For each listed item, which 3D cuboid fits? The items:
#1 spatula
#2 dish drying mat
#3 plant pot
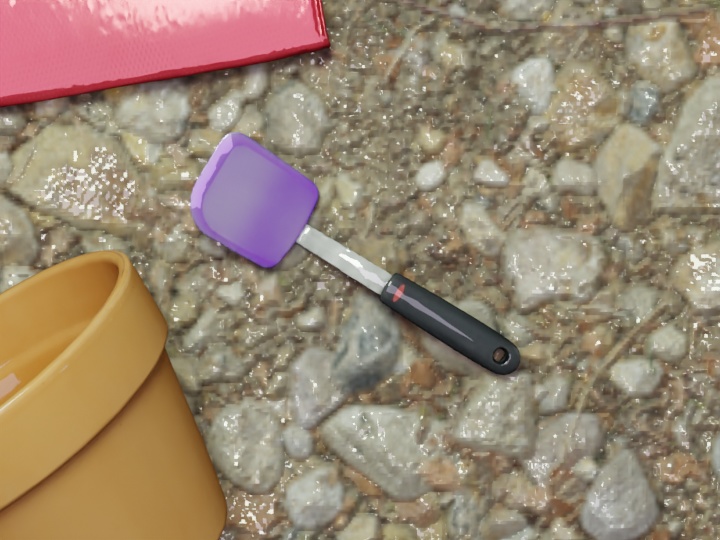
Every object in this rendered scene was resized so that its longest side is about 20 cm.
[{"bbox_3d":[0.000,0.000,1.117,0.200,0.021,0.057,32,89,-1],"label":"spatula"},{"bbox_3d":[-0.120,-0.138,1.116,0.199,0.018,0.077,-10,90,1],"label":"dish drying mat"},{"bbox_3d":[-0.161,0.104,1.046,0.200,0.200,0.140,-34,108,1],"label":"plant pot"}]
